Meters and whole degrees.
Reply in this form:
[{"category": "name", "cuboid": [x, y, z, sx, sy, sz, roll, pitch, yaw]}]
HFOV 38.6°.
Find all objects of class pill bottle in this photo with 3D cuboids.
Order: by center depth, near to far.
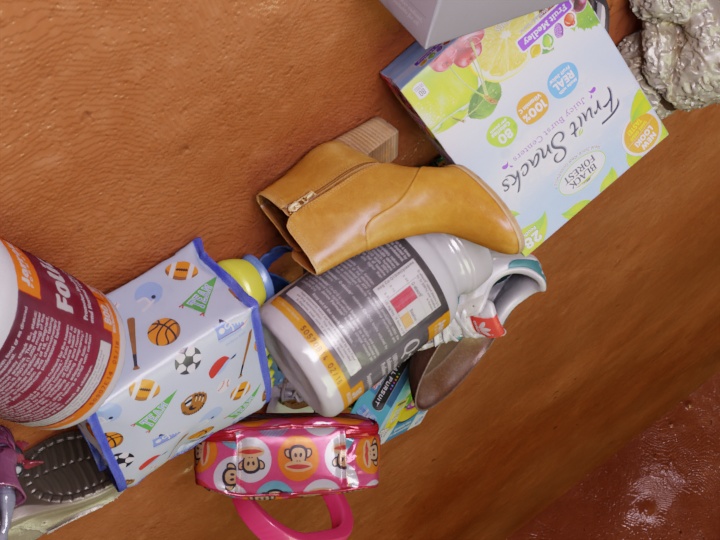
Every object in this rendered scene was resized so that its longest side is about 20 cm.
[{"category": "pill bottle", "cuboid": [-0.256, 0.036, 0.697, 0.114, 0.115, 0.200, -40, 155, 3]}, {"category": "pill bottle", "cuboid": [0.014, 0.026, 0.908, 0.199, 0.116, 0.117, -36, 155, -15]}]

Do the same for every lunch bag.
[{"category": "lunch bag", "cuboid": [-0.172, 0.096, 0.899, 0.169, 0.124, 0.201, -31, 146, -18]}, {"category": "lunch bag", "cuboid": [-0.078, 0.196, 1.112, 0.197, 0.083, 0.176, 0, 175, -5]}]

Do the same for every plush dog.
[{"category": "plush dog", "cuboid": [0.322, -0.207, 1.067, 0.198, 0.163, 0.171, -7, 167, -45]}]

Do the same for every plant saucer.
[{"category": "plant saucer", "cuboid": [0.113, 0.069, 1.171, 0.200, 0.037, 0.201, -43, 156, -25]}]

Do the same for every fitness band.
[{"category": "fitness band", "cuboid": [-0.086, 0.296, 1.307, 0.037, 0.144, 0.199, -45, 153, 18]}]

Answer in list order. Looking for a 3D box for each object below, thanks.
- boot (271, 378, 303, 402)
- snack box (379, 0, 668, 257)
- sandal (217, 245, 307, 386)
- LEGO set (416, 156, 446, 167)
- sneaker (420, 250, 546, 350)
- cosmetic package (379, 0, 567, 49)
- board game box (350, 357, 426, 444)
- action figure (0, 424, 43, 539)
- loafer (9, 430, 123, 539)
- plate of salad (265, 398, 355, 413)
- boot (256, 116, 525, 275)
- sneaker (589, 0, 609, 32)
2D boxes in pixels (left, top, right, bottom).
[{"category": "boot", "cuboid": [-0.063, 0.115, 1.100, 0.199, 0.096, 0.074, -32, 154, -14]}, {"category": "snack box", "cuboid": [0.142, -0.142, 0.877, 0.168, 0.068, 0.200, -41, 119, 3]}, {"category": "sandal", "cuboid": [-0.084, 0.046, 0.989, 0.087, 0.080, 0.201, -32, 155, -23]}, {"category": "LEGO set", "cuboid": [0.143, -0.066, 1.056, 0.199, 0.116, 0.154, -30, 153, -18]}, {"category": "sneaker", "cuboid": [0.088, 0.037, 0.984, 0.198, 0.094, 0.071, -33, 132, -3]}, {"category": "cosmetic package", "cuboid": [0.099, -0.242, 0.729, 0.198, 0.107, 0.091, -24, 150, -25]}, {"category": "board game box", "cuboid": [0.071, 0.116, 1.269, 0.150, 0.047, 0.202, -14, 136, -60]}, {"category": "action figure", "cuboid": [-0.344, 0.158, 0.837, 0.199, 0.132, 0.151, -15, 105, -62]}, {"category": "loafer", "cuboid": [-0.307, 0.214, 0.971, 0.198, 0.076, 0.069, -19, 151, -19]}, {"category": "plate of salad", "cuboid": [-0.025, 0.136, 1.241, 0.199, 0.048, 0.201, -31, 153, -18]}, {"category": "boot", "cuboid": [0.020, -0.037, 0.843, 0.144, 0.201, 0.071, -39, 149, -21]}, {"category": "sneaker", "cuboid": [0.148, -0.175, 0.945, 0.114, 0.075, 0.203, 17, 96, -15]}]
